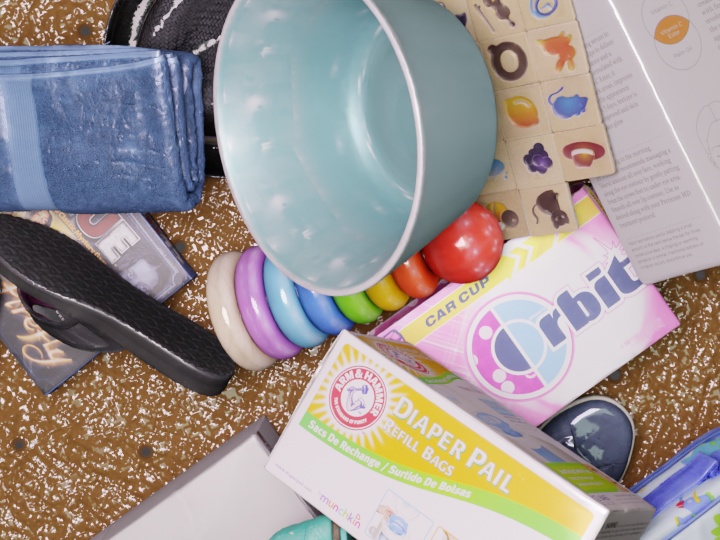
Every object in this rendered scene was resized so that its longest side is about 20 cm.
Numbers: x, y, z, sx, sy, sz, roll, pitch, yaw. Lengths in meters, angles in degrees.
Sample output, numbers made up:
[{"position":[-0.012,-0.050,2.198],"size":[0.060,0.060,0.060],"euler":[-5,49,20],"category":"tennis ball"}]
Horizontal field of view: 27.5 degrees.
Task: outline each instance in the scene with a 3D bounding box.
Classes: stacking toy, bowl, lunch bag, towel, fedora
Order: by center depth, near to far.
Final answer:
[{"position":[0.008,-0.092,0.897],"size":[0.105,0.200,0.202],"euler":[-14,94,-37],"category":"bowl"},{"position":[-0.200,-0.092,0.962],"size":[0.199,0.049,0.112],"euler":[2,106,16],"category":"towel"},{"position":[0.219,0.209,0.980],"size":[0.200,0.082,0.161],"euler":[-35,115,-9],"category":"lunch bag"},{"position":[0.000,0.000,0.981],"size":[0.199,0.085,0.086],"euler":[-19,93,20],"category":"stacking toy"},{"position":[-0.083,-0.157,0.992],"size":[0.200,0.092,0.202],"euler":[0,94,2],"category":"fedora"}]

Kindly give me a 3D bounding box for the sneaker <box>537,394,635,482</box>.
[{"position":[0.122,0.175,1.013],"size":[0.075,0.085,0.200],"euler":[36,94,-1],"category":"sneaker"}]

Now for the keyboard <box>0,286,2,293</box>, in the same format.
[{"position":[-0.353,0.033,1.035],"size":[0.199,0.021,0.128],"euler":[19,104,11],"category":"keyboard"}]

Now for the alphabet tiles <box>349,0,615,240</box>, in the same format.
[{"position":[0.070,-0.113,0.947],"size":[0.166,0.006,0.201],"euler":[-8,108,29],"category":"alphabet tiles"}]

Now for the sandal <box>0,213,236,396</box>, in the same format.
[{"position":[-0.179,0.032,0.988],"size":[0.200,0.075,0.048],"euler":[34,112,-1],"category":"sandal"}]

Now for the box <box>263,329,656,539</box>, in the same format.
[{"position":[0.059,0.132,0.898],"size":[0.200,0.112,0.102],"euler":[33,97,26],"category":"box"}]

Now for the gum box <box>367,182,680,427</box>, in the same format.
[{"position":[0.111,0.039,1.013],"size":[0.200,0.066,0.114],"euler":[-36,93,4],"category":"gum box"}]

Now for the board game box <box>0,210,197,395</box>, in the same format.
[{"position":[-0.229,-0.033,1.035],"size":[0.135,0.035,0.200],"euler":[-39,92,4],"category":"board game box"}]

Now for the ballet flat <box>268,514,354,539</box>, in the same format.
[{"position":[-0.021,0.216,0.965],"size":[0.070,0.200,0.068],"euler":[-10,55,10],"category":"ballet flat"}]

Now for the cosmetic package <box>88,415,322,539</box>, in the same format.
[{"position":[-0.118,0.202,1.024],"size":[0.200,0.090,0.107],"euler":[-34,93,1],"category":"cosmetic package"}]

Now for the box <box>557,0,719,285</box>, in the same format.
[{"position":[0.220,-0.117,0.952],"size":[0.152,0.106,0.201],"euler":[-27,92,-25],"category":"box"}]
